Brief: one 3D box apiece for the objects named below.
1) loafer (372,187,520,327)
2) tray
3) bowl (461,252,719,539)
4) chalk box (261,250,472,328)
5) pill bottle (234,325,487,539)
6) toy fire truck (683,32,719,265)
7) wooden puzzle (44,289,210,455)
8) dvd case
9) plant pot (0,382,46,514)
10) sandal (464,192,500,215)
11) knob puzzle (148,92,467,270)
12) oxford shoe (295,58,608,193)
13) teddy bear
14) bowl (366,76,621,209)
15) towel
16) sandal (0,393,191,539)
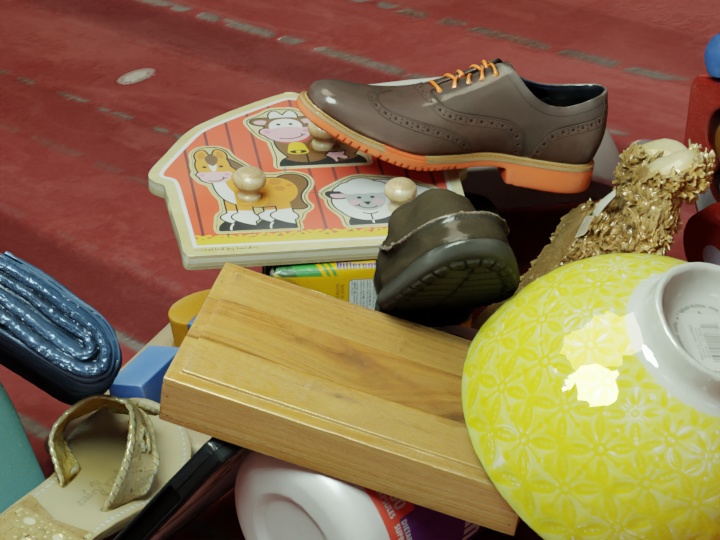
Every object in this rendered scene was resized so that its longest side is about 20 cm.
[{"bbox_3d":[0.038,-0.012,1.611,0.073,0.071,0.200,-3,-8,-11],"label":"loafer"},{"bbox_3d":[0.003,0.066,1.557,0.200,0.037,0.099,18,44,7],"label":"tray"},{"bbox_3d":[0.164,0.059,1.516,0.200,0.200,0.108,-39,-13,-44],"label":"bowl"},{"bbox_3d":[0.000,0.000,1.818,0.124,0.125,0.200,0,32,-3],"label":"chalk box"},{"bbox_3d":[0.033,0.104,1.630,0.200,0.113,0.112,-33,28,-35],"label":"pill bottle"},{"bbox_3d":[0.274,-0.067,1.801,0.112,0.168,0.200,-27,25,-27],"label":"toy fire truck"},{"bbox_3d":[-0.087,0.061,1.898,0.200,0.046,0.185,-2,26,31],"label":"wooden puzzle"},{"bbox_3d":[-0.075,0.109,1.665,0.143,0.018,0.200,-37,-6,-38],"label":"dvd case"},{"bbox_3d":[-0.293,0.104,1.731,0.141,0.200,0.141,1,27,36],"label":"plant pot"},{"bbox_3d":[0.037,-0.007,1.977,0.082,0.055,0.200,-43,18,-30],"label":"sandal"},{"bbox_3d":[-0.032,-0.068,1.782,0.219,0.030,0.220,1,30,-1],"label":"knob puzzle"},{"bbox_3d":[0.057,-0.101,1.769,0.200,0.073,0.071,8,25,-25],"label":"oxford shoe"},{"bbox_3d":[0.150,-0.001,1.787,0.200,0.067,0.145,-52,14,-11],"label":"teddy bear"},{"bbox_3d":[0.067,-0.087,1.991,0.200,0.075,0.200,-3,-5,28],"label":"bowl"},{"bbox_3d":[-0.195,0.035,1.767,0.049,0.112,0.200,-57,3,-10],"label":"towel"},{"bbox_3d":[-0.153,0.109,1.727,0.078,0.070,0.212,24,33,12],"label":"sandal"}]
